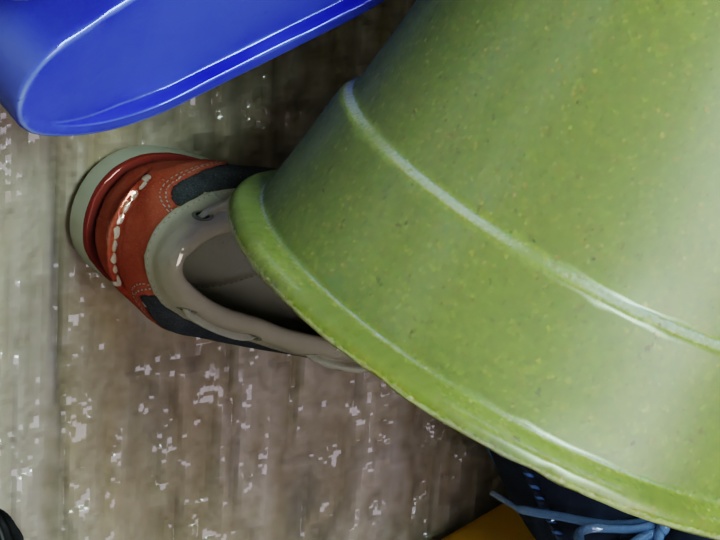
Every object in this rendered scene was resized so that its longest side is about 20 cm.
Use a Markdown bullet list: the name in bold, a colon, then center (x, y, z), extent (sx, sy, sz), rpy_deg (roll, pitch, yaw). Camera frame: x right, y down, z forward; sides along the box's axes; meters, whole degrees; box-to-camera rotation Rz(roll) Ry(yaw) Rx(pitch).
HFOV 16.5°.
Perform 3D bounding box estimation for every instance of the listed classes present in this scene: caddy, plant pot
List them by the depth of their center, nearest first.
- **caddy**: center (-0.054, -0.131, 0.703), extent (0.200, 0.105, 0.141), rpy_deg (-27, 155, -16)
- **plant pot**: center (0.090, -0.057, 0.706), extent (0.200, 0.200, 0.190), rpy_deg (13, 111, -38)

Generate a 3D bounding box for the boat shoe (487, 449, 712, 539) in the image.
- **boat shoe**: center (0.119, 0.103, 0.856), extent (0.084, 0.069, 0.200), rpy_deg (-42, 87, -5)

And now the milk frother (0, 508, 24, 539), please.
- **milk frother**: center (-0.054, 0.186, 0.782), extent (0.188, 0.180, 0.200), rpy_deg (22, 71, -48)

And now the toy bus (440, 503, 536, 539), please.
- **toy bus**: center (0.043, 0.142, 0.913), extent (0.200, 0.065, 0.078), rpy_deg (-27, 119, -24)

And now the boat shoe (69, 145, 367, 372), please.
- **boat shoe**: center (0.000, 0.000, 0.831), extent (0.200, 0.063, 0.071), rpy_deg (10, 99, -39)
